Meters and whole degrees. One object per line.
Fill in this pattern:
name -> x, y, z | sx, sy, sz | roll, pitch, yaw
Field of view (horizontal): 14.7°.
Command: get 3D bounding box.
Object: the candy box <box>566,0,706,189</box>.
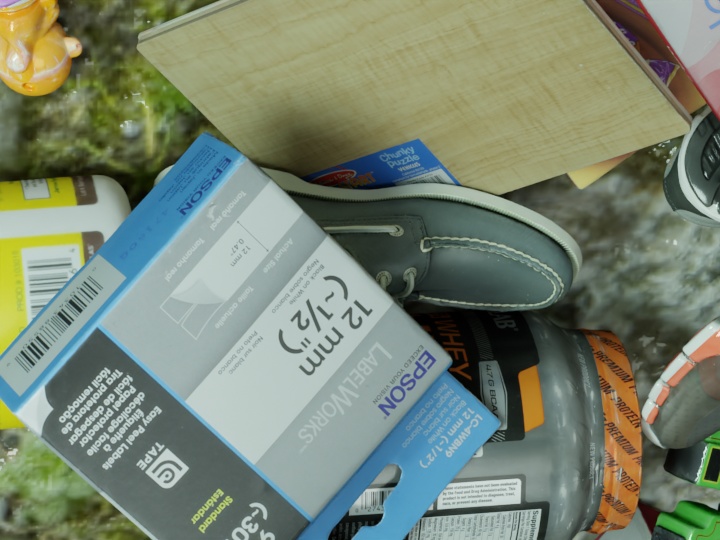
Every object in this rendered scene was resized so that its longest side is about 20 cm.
candy box -> 0.142, -0.140, 1.226 | 0.199, 0.057, 0.117 | -36, 124, 11

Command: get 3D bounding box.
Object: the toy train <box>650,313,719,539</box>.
toy train -> 0.180, 0.080, 1.350 | 0.056, 0.042, 0.201 | 12, 94, -31

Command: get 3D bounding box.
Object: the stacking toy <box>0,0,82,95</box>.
stacking toy -> -0.152, -0.147, 1.136 | 0.115, 0.110, 0.201 | -5, 138, 9

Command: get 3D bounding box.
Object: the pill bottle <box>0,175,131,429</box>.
pill bottle -> -0.198, 0.019, 1.225 | 0.198, 0.110, 0.110 | -4, 125, -10

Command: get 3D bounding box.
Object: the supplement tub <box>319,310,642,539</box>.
supplement tub -> 0.025, 0.081, 1.312 | 0.198, 0.123, 0.123 | -3, 125, -11

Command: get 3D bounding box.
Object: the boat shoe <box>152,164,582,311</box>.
boat shoe -> 0.000, 0.000, 1.258 | 0.198, 0.062, 0.073 | 9, 142, -1

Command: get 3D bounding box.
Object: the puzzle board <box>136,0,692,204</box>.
puzzle board -> 0.023, -0.085, 1.211 | 0.199, 0.017, 0.151 | -17, 133, 35

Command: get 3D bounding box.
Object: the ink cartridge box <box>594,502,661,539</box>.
ink cartridge box -> 0.182, 0.232, 1.476 | 0.199, 0.083, 0.147 | 28, 114, -27

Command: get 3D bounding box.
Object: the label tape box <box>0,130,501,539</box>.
label tape box -> -0.038, 0.062, 1.185 | 0.200, 0.066, 0.143 | 44, 84, -21

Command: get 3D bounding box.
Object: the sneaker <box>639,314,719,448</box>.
sneaker -> 0.204, 0.037, 1.252 | 0.082, 0.077, 0.200 | 49, 131, 7

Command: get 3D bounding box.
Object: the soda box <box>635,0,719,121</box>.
soda box -> 0.135, -0.144, 1.151 | 0.070, 0.064, 0.200 | -33, 120, 11

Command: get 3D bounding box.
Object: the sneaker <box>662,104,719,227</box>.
sneaker -> 0.227, -0.071, 1.292 | 0.199, 0.079, 0.074 | -18, 87, -15
